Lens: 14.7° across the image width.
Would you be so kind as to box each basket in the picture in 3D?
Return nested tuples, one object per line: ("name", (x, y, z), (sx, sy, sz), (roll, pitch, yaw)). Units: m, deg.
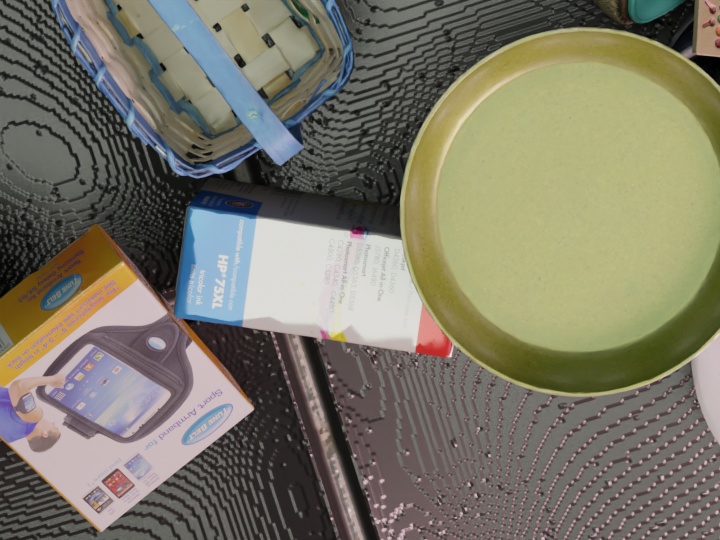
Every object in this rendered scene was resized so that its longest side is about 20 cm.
("basket", (-0.090, -0.142, 1.535), (0.139, 0.200, 0.177), (-35, 98, 9))

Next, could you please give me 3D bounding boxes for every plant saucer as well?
("plant saucer", (0.120, -0.033, 1.518), (0.198, 0.031, 0.202), (0, 98, 0))

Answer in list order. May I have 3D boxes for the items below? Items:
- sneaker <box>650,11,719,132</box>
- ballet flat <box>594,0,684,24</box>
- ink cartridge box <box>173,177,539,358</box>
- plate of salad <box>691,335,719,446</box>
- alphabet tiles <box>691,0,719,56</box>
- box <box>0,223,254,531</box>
("sneaker", (0.173, -0.058, 1.583), (0.070, 0.109, 0.201), (25, 101, -1))
("ballet flat", (0.205, -0.199, 1.567), (0.199, 0.075, 0.068), (-23, 138, -21))
("ink cartridge box", (0.000, 0.000, 1.600), (0.199, 0.116, 0.068), (9, 100, 2))
("plate of salad", (0.290, 0.045, 1.604), (0.199, 0.048, 0.202), (-1, 79, 4))
("alphabet tiles", (0.264, -0.163, 1.547), (0.199, 0.006, 0.168), (1, 92, -33))
("box", (-0.144, 0.070, 1.595), (0.119, 0.042, 0.200), (-39, 139, 0))
